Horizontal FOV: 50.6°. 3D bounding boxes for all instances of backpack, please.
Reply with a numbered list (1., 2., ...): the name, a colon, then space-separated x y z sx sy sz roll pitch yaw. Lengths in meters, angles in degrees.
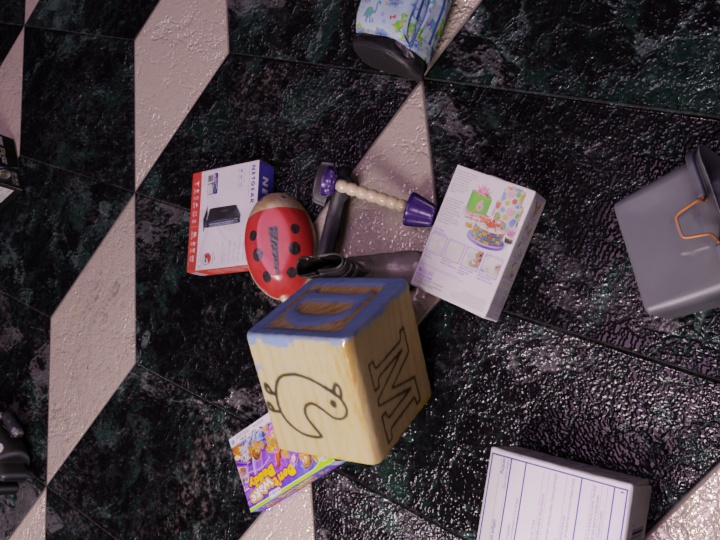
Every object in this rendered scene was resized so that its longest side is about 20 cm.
1. backpack: 0.078 -0.449 1.287 0.162 0.153 0.202 32 85 40

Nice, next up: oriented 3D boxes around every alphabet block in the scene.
1. alphabet block: -0.026 0.142 1.146 0.192 0.196 0.204 0 114 35

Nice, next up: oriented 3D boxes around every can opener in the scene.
1. can opener: -0.051 -0.088 1.338 0.077 0.063 0.205 9 95 8

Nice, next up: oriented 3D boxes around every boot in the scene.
1. boot: 0.000 0.000 1.238 0.197 0.130 0.069 -10 74 31

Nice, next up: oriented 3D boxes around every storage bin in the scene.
1. storage bin: 0.414 -0.035 0.973 0.133 0.144 0.204 -27 66 37

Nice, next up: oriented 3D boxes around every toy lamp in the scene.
1. toy lamp: 0.031 -0.118 1.258 0.196 0.058 0.059 19 91 15

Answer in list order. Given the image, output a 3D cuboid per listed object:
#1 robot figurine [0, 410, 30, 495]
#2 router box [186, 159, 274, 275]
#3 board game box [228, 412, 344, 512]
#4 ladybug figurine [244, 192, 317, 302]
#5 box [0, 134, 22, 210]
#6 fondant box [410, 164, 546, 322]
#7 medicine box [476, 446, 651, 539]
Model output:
1. robot figurine: -0.821 0.411 1.713 0.149 0.126 0.200 -31 56 -23
2. router box: -0.253 -0.100 1.479 0.176 0.049 0.205 -6 77 33
3. board game box: -0.127 0.308 1.312 0.199 0.044 0.136 -36 63 23
4. ladybug figurine: -0.146 -0.045 1.360 0.133 0.072 0.205 -12 79 4
5. box: -0.978 -0.233 1.971 0.198 0.086 0.166 -32 64 25
6. fondant box: 0.180 -0.043 1.172 0.143 0.058 0.204 24 95 35
7. medicine box: 0.263 0.347 1.008 0.197 0.102 0.186 8 84 35
